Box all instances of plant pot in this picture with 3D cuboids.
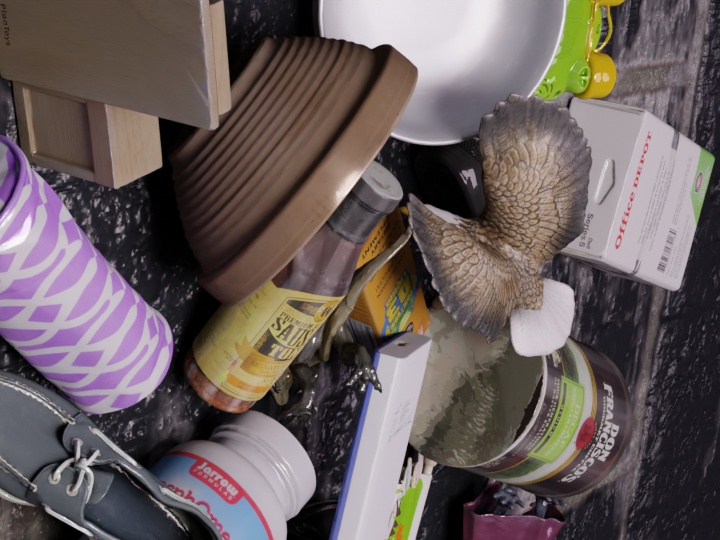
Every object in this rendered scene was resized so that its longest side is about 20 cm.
[{"bbox_3d":[-0.060,-0.083,1.019,0.092,0.201,0.202,38,66,-12],"label":"plant pot"}]

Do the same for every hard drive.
[{"bbox_3d":[0.009,0.151,1.159,0.132,0.025,0.202,-20,123,-78],"label":"hard drive"}]

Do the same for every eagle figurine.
[{"bbox_3d":[0.097,-0.022,1.173,0.200,0.149,0.154,109,-25,-73],"label":"eagle figurine"}]

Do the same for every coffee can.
[{"bbox_3d":[0.134,0.113,1.378,0.199,0.145,0.148,25,83,-56],"label":"coffee can"}]

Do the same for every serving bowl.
[{"bbox_3d":[0.051,-0.197,1.154,0.198,0.066,0.203,-7,108,-21],"label":"serving bowl"}]

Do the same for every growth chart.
[{"bbox_3d":[0.024,0.233,1.337,0.200,0.018,0.146,-25,129,-72],"label":"growth chart"}]

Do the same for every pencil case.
[{"bbox_3d":[-0.182,0.006,0.928,0.200,0.083,0.086,59,20,-51],"label":"pencil case"}]

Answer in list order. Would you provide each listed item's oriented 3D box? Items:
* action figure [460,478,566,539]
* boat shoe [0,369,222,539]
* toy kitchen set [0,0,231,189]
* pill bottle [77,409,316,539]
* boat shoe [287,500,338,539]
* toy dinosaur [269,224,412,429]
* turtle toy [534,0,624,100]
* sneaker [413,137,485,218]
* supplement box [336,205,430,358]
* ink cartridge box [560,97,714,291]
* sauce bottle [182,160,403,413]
[{"bbox_3d":[0.111,0.292,1.497,0.149,0.133,0.202,-105,-146,-71],"label":"action figure"},{"bbox_3d":[-0.163,0.122,0.949,0.200,0.062,0.073,43,55,-19],"label":"boat shoe"},{"bbox_3d":[-0.093,-0.167,0.909,0.180,0.162,0.202,-32,129,-45],"label":"toy kitchen set"},{"bbox_3d":[-0.120,0.187,1.068,0.200,0.108,0.110,-45,137,-37],"label":"pill bottle"},{"bbox_3d":[-0.053,0.229,1.204,0.198,0.066,0.075,-23,82,-44],"label":"boat shoe"},{"bbox_3d":[-0.023,0.056,1.099,0.047,0.200,0.089,17,48,-29],"label":"toy dinosaur"},{"bbox_3d":[0.135,-0.225,1.272,0.144,0.101,0.202,-2,107,-28],"label":"turtle toy"},{"bbox_3d":[0.120,-0.061,1.346,0.114,0.076,0.200,-48,134,-24],"label":"sneaker"},{"bbox_3d":[0.000,0.000,1.179,0.067,0.068,0.201,-58,155,-23],"label":"supplement box"},{"bbox_3d":[0.260,-0.072,1.540,0.199,0.083,0.147,17,89,-57],"label":"ink cartridge box"},{"bbox_3d":[-0.045,0.010,1.062,0.066,0.066,0.200,-7,141,-54],"label":"sauce bottle"}]
